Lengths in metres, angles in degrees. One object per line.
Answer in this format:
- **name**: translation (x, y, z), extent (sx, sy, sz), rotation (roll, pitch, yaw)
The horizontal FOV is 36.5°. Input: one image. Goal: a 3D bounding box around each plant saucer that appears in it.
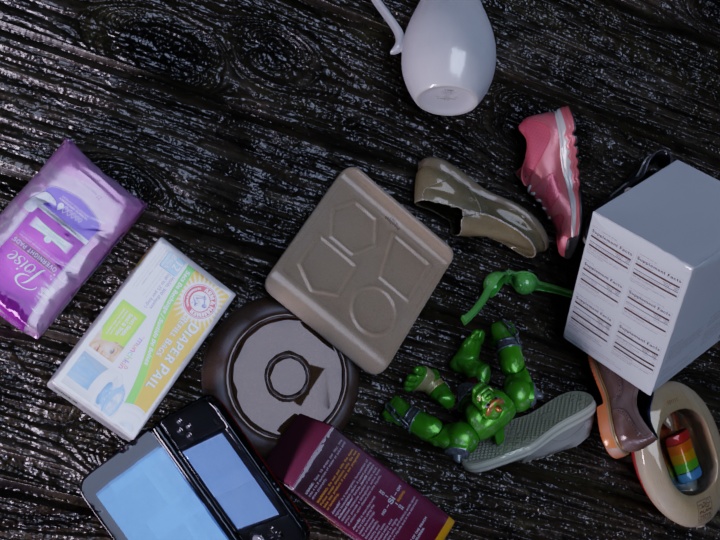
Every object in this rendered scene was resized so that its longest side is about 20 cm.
- **plant saucer**: translation (-0.091, 0.129, 1.321), extent (0.199, 0.032, 0.202), rotation (2, 83, -19)

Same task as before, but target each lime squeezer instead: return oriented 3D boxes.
- **lime squeezer**: translation (0.206, 0.026, 1.421), extent (0.199, 0.071, 0.038), rotation (-7, 121, -26)

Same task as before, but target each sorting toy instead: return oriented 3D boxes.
- **sorting toy**: translation (0.000, 0.000, 1.358), extent (0.185, 0.036, 0.201), rotation (39, 65, -10)

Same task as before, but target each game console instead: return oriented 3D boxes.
- **game console**: translation (-0.186, 0.268, 1.227), extent (0.201, 0.172, 0.119), rotation (55, 44, -5)

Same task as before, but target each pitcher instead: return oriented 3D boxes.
- **pitcher**: translation (0.090, -0.308, 1.408), extent (0.170, 0.121, 0.202), rotation (3, 70, 2)

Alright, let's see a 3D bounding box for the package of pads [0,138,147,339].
- **package of pads**: translation (-0.348, -0.036, 1.229), extent (0.120, 0.076, 0.200), rotation (39, 72, -8)

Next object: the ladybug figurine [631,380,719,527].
- **ladybug figurine**: translation (0.416, 0.246, 1.456), extent (0.135, 0.072, 0.202), rotation (-15, 91, -25)

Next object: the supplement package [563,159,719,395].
- **supplement package**: translation (0.382, 0.005, 1.370), extent (0.191, 0.201, 0.147), rotation (-28, 49, -36)

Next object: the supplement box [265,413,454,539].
- **supplement box**: translation (-0.004, 0.262, 1.273), extent (0.200, 0.110, 0.086), rotation (40, 76, -20)

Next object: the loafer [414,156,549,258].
- **loafer**: translation (0.150, -0.068, 1.412), extent (0.199, 0.076, 0.068), rotation (31, 75, -2)

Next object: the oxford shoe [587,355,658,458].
- **oxford shoe**: translation (0.346, 0.142, 1.422), extent (0.071, 0.073, 0.201), rotation (29, 48, -44)

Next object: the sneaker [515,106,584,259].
- **sneaker**: translation (0.253, -0.115, 1.465), extent (0.086, 0.074, 0.202), rotation (-4, 93, 14)

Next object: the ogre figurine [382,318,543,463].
- **ogre figurine**: translation (0.139, 0.154, 1.357), extent (0.199, 0.099, 0.120), rotation (-24, 56, -33)

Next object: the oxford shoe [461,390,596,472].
- **oxford shoe**: translation (0.220, 0.219, 1.400), extent (0.199, 0.075, 0.058), rotation (-22, 118, -20)

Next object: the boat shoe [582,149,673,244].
- **boat shoe**: translation (0.361, -0.097, 1.465), extent (0.072, 0.063, 0.200), rotation (31, 52, 25)

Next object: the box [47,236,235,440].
- **box**: translation (-0.247, 0.078, 1.234), extent (0.112, 0.101, 0.201), rotation (37, 73, -11)
